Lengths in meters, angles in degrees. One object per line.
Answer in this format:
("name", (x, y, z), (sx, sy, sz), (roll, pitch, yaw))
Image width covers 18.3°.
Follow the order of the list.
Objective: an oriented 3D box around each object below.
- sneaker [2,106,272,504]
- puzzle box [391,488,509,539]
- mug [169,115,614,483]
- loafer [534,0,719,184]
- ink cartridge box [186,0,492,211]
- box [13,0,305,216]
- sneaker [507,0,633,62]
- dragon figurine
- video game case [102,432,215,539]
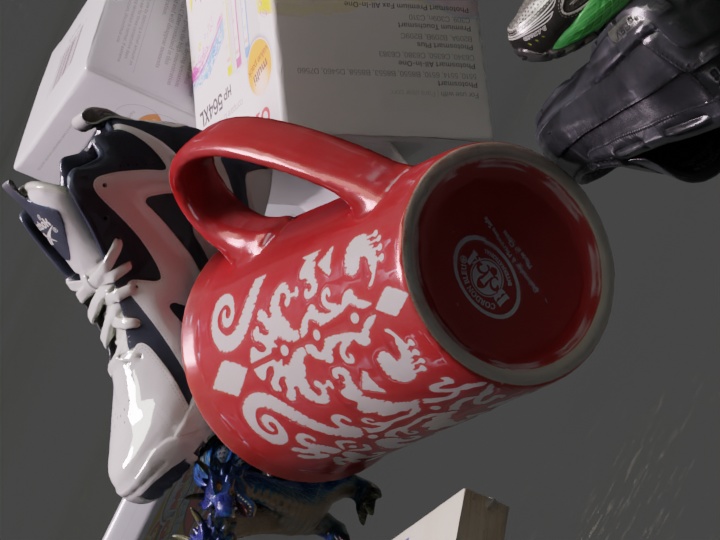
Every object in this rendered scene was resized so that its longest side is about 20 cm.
("sneaker", (-0.127, 0.007, 1.111), (0.079, 0.130, 0.199), (-16, 55, 61))
("puzzle box", (0.009, 0.206, 0.969), (0.133, 0.025, 0.200), (-43, 28, 52))
("mug", (-0.001, 0.011, 1.019), (0.200, 0.177, 0.133), (-24, 47, 59))
("loafer", (0.121, -0.064, 0.917), (0.068, 0.070, 0.201), (-36, -5, -13))
("ink cartridge box", (-0.015, -0.123, 1.230), (0.129, 0.125, 0.200), (146, 121, -62))
("box", (-0.086, -0.086, 1.339), (0.124, 0.200, 0.098), (-43, 28, 51))
("sneaker", (0.113, -0.195, 1.086), (0.200, 0.085, 0.078), (-68, 17, -5))
("dragon figurine", (-0.047, 0.093, 1.159), (0.059, 0.099, 0.200), (-57, 19, 27))
("video game case", (-0.084, 0.102, 1.250), (0.200, 0.023, 0.182), (-63, -12, 9))
